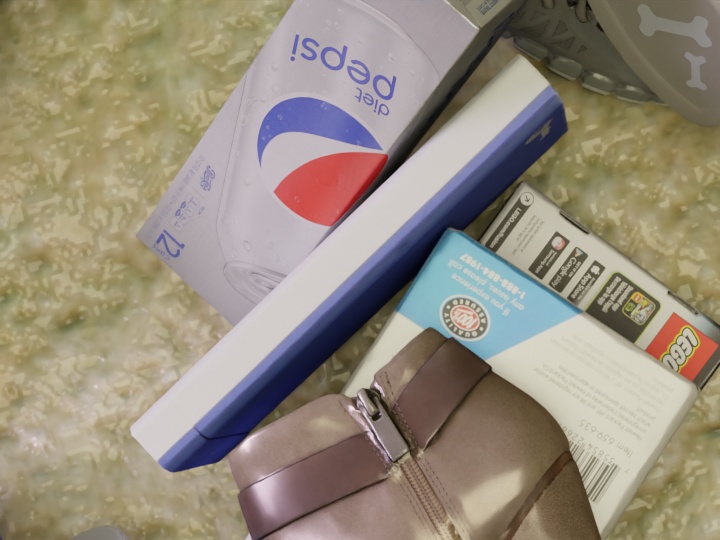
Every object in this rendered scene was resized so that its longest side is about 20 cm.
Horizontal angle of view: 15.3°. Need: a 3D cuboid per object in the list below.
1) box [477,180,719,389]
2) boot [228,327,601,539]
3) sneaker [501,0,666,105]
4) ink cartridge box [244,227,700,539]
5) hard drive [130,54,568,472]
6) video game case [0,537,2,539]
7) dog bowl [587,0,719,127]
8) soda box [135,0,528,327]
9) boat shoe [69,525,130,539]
[{"bbox_3d":[0.050,0.076,1.089,0.110,0.035,0.200,37,92,5],"label":"box"},{"bbox_3d":[-0.002,0.123,0.979,0.200,0.070,0.146,-36,81,2],"label":"boot"},{"bbox_3d":[0.077,-0.117,1.051,0.200,0.115,0.075,16,90,5],"label":"sneaker"},{"bbox_3d":[0.029,0.097,1.038,0.116,0.067,0.200,34,91,4],"label":"ink cartridge box"},{"bbox_3d":[0.000,0.000,1.046,0.200,0.132,0.025,-44,85,3],"label":"hard drive"},{"bbox_3d":[-0.210,0.156,1.009,0.181,0.200,0.045,-23,115,-12],"label":"video game case"},{"bbox_3d":[0.177,-0.145,1.027,0.200,0.059,0.200,4,79,-24],"label":"dog bowl"},{"bbox_3d":[-0.009,-0.064,1.025,0.063,0.068,0.200,42,133,4],"label":"soda box"},{"bbox_3d":[-0.100,0.181,1.025,0.071,0.200,0.070,-29,115,13],"label":"boat shoe"}]
